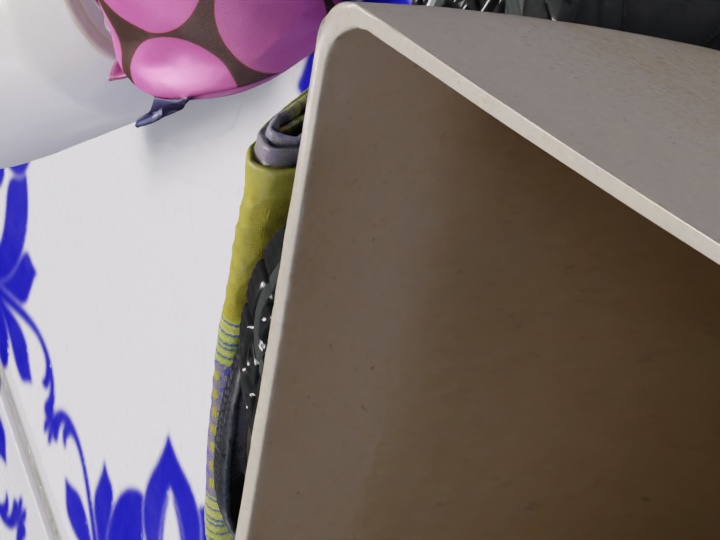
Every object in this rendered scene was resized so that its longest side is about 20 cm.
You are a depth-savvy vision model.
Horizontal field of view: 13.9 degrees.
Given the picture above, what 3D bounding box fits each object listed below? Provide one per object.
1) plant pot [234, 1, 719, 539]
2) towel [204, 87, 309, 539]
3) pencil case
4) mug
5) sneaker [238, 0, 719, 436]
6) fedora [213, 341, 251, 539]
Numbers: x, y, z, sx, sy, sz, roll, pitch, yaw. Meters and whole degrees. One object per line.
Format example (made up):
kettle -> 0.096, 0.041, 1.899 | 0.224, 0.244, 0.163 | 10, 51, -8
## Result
plant pot -> 0.103, 0.058, 0.662 | 0.200, 0.177, 0.200 | 37, 127, 44
towel -> 0.000, 0.000, 0.934 | 0.023, 0.144, 0.200 | 28, 134, 19
pencil case -> -0.075, -0.158, 1.052 | 0.094, 0.091, 0.200 | 1, 120, 31
mug -> -0.135, -0.124, 1.181 | 0.153, 0.186, 0.150 | 1, 68, 56
sneaker -> 0.035, -0.003, 0.759 | 0.200, 0.091, 0.076 | -56, 39, 37
fedora -> 0.042, 0.012, 0.880 | 0.092, 0.201, 0.201 | 29, 126, 18
